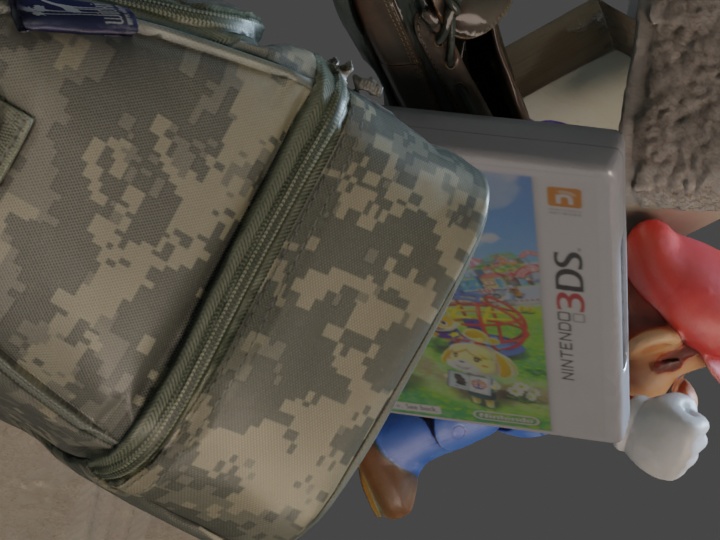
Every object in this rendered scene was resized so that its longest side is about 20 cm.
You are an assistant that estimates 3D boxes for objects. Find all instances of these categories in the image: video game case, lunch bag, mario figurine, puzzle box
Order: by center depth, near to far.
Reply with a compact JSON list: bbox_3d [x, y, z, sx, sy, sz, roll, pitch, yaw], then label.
[{"bbox_3d":[-0.084,-0.020,0.652,0.168,0.200,0.139,30,85,-24],"label":"lunch bag"},{"bbox_3d":[0.000,0.000,0.836,0.200,0.022,0.182,7,146,12],"label":"video game case"},{"bbox_3d":[0.097,-0.048,0.945,0.133,0.025,0.200,-26,155,27],"label":"puzzle box"},{"bbox_3d":[0.095,0.057,1.001,0.200,0.124,0.106,-21,155,9],"label":"mario figurine"}]

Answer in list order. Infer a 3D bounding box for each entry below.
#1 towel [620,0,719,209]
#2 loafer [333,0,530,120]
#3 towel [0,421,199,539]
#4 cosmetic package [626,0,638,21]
[{"bbox_3d":[0.171,-0.115,0.804,0.034,0.132,0.200,15,84,-65],"label":"towel"},{"bbox_3d":[0.035,-0.087,0.800,0.072,0.063,0.200,-62,147,-43],"label":"loafer"},{"bbox_3d":[-0.113,0.098,0.922,0.132,0.034,0.200,2,137,-15],"label":"towel"},{"bbox_3d":[0.205,-0.111,0.935,0.200,0.101,0.071,17,79,-53],"label":"cosmetic package"}]
